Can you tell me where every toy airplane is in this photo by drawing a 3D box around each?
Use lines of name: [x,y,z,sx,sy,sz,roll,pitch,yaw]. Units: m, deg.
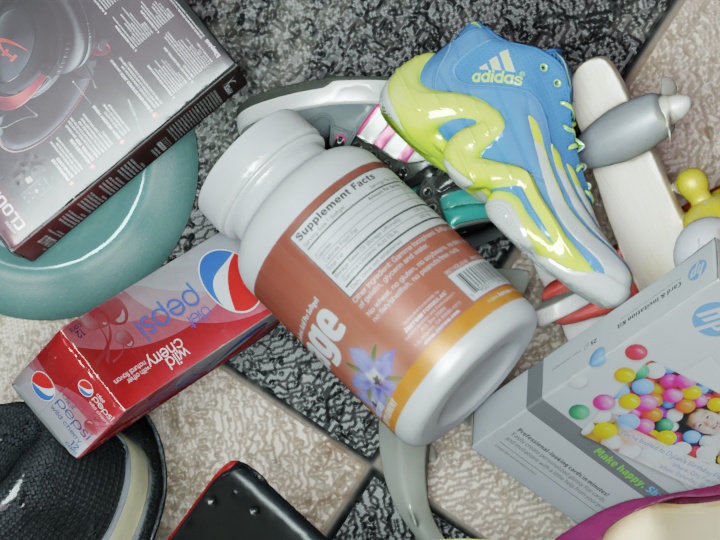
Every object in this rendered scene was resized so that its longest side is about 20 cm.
toy airplane: [0.195,-0.011,1.545,0.199,0.141,0.200,21,95,-2]

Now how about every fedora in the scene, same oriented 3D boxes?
fedora: [-0.216,0.145,1.532,0.200,0.092,0.201,-21,50,27]

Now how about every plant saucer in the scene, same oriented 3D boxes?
plant saucer: [-0.204,-0.069,1.621,0.199,0.036,0.201,0,85,2]

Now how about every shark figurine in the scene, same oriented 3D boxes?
shark figurine: [0.039,0.105,1.569,0.127,0.089,0.216,0,87,11]

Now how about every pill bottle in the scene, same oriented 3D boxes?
pill bottle: [0.000,0.000,1.504,0.112,0.112,0.200,-46,74,-2]

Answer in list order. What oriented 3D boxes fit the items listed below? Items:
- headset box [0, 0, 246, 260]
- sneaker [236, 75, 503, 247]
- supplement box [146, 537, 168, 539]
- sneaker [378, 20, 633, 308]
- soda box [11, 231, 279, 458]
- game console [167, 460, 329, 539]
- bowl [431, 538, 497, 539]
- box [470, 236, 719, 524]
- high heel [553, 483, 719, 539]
headset box: [-0.194,-0.114,1.561,0.200,0.075,0.149,-40,84,-1]
sneaker: [0.022,-0.054,1.590,0.199,0.084,0.121,-1,76,1]
supplement box: [-0.143,0.274,1.558,0.101,0.103,0.200,34,86,6]
sneaker: [0.107,-0.073,1.503,0.200,0.076,0.105,43,92,14]
soda box: [-0.114,0.036,1.532,0.063,0.200,0.070,51,134,5]
game console: [-0.049,0.234,1.455,0.200,0.031,0.177,41,109,11]
bowl: [0.072,0.250,1.488,0.199,0.200,0.108,4,58,3]
box: [0.189,0.084,1.506,0.156,0.041,0.200,36,124,-26]
high heel: [0.188,0.155,1.479,0.199,0.096,0.068,-19,77,5]
